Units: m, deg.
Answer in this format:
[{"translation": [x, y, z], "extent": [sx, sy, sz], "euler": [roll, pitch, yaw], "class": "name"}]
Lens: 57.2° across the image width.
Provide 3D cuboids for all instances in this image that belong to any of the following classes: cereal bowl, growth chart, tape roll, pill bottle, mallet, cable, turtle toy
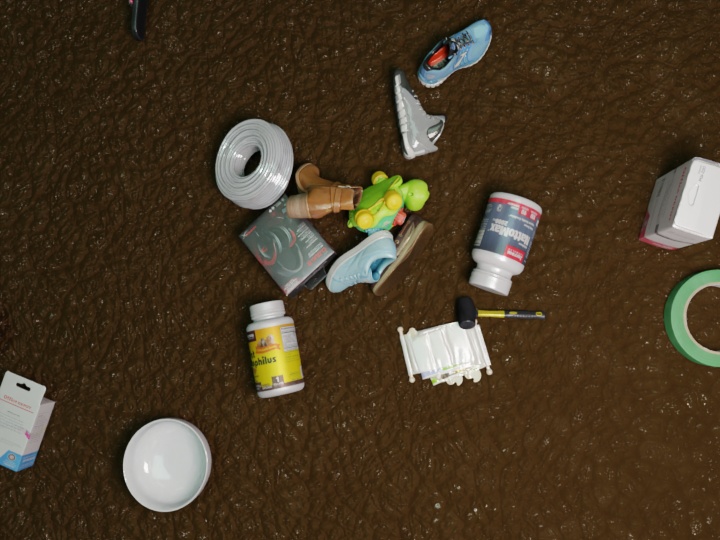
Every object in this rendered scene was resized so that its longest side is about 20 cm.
[{"translation": [-0.425, 0.431, 1.490], "extent": [0.196, 0.083, 0.205], "euler": [-1, 85, 7], "class": "cereal bowl"}, {"translation": [0.188, 0.185, 1.476], "extent": [0.196, 0.018, 0.148], "euler": [-9, 85, 6], "class": "growth chart"}, {"translation": [0.754, 0.101, 1.404], "extent": [0.196, 0.048, 0.205], "euler": [-1, 85, 7], "class": "tape roll"}, {"translation": [-0.193, 0.174, 1.473], "extent": [0.107, 0.109, 0.204], "euler": [-12, 84, 5], "class": "pill bottle"}, {"translation": [0.308, 0.105, 1.452], "extent": [0.196, 0.041, 0.067], "euler": [8, 57, 3], "class": "mallet"}, {"translation": [-0.242, -0.243, 1.504], "extent": [0.198, 0.069, 0.203], "euler": [28, 91, 33], "class": "cable"}, {"translation": [0.308, -0.055, 1.433], "extent": [0.117, 0.120, 0.204], "euler": [18, 88, 8], "class": "pill bottle"}, {"translation": [0.059, -0.146, 1.469], "extent": [0.198, 0.146, 0.102], "euler": [-31, 124, 4], "class": "turtle toy"}]

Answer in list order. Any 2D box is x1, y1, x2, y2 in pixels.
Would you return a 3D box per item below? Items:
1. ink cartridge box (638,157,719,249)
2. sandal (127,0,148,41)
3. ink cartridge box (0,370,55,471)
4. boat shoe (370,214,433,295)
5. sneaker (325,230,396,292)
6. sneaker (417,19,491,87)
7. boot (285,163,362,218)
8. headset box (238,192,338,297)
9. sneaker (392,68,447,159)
[{"translation": [0.662, -0.132, 1.358], "extent": [0.083, 0.200, 0.148], "euler": [18, 87, 7], "class": "ink cartridge box"}, {"translation": [-0.547, -0.663, 1.604], "extent": [0.044, 0.075, 0.205], "euler": [5, 88, 6], "class": "sandal"}, {"translation": [-0.799, 0.347, 1.547], "extent": [0.113, 0.068, 0.204], "euler": [19, 88, 7], "class": "ink cartridge box"}, {"translation": [0.080, -0.038, 1.488], "extent": [0.072, 0.072, 0.202], "euler": [37, 95, 28], "class": "boat shoe"}, {"translation": [0.000, 0.000, 1.450], "extent": [0.200, 0.073, 0.083], "euler": [-42, 48, 28], "class": "sneaker"}, {"translation": [0.218, -0.496, 1.495], "extent": [0.199, 0.090, 0.079], "euler": [-39, 82, 1], "class": "sneaker"}, {"translation": [-0.069, -0.178, 1.459], "extent": [0.151, 0.202, 0.075], "euler": [-5, 129, 14], "class": "boot"}, {"translation": [-0.156, -0.048, 1.505], "extent": [0.148, 0.075, 0.201], "euler": [-40, 82, 1], "class": "headset box"}, {"translation": [0.138, -0.362, 1.508], "extent": [0.113, 0.075, 0.204], "euler": [-9, 94, 1], "class": "sneaker"}]
